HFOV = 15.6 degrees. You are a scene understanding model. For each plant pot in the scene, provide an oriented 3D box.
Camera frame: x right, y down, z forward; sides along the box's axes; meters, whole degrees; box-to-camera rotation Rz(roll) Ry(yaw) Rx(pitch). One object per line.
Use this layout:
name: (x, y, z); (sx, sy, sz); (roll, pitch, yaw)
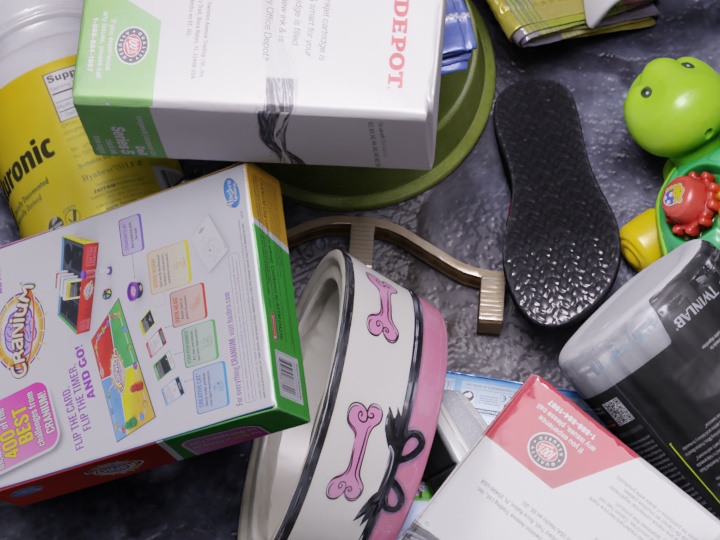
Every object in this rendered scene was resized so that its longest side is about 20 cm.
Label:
plant pot: (-0.007, -0.165, 1.655); (0.200, 0.190, 0.200); (1, 69, -2)

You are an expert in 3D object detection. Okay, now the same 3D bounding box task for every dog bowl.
dog bowl: (-0.009, 0.092, 1.560); (0.074, 0.200, 0.200); (17, 69, -11)

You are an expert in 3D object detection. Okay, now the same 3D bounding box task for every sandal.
sandal: (0.125, -0.038, 1.684); (0.075, 0.045, 0.200); (-6, 50, 1)

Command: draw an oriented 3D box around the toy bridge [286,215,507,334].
toy bridge: (0.000, 0.000, 1.678); (0.200, 0.027, 0.067); (4, 68, 0)

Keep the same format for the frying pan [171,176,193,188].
frying pan: (-0.132, 0.043, 1.601); (0.190, 0.115, 0.031); (-42, 30, 13)

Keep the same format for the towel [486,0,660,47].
towel: (0.105, -0.235, 1.743); (0.144, 0.023, 0.200); (-17, 69, -39)

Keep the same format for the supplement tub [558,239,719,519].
supplement tub: (0.225, 0.091, 1.581); (0.122, 0.123, 0.200); (-41, 93, -15)

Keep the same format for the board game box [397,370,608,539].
board game box: (0.084, 0.166, 1.611); (0.151, 0.037, 0.200); (9, 68, 1)

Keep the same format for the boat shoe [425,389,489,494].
boat shoe: (0.103, 0.152, 1.562); (0.065, 0.074, 0.202); (-32, 77, -20)

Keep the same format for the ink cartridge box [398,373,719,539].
ink cartridge box: (0.091, 0.180, 1.477); (0.144, 0.084, 0.200); (39, 89, 6)

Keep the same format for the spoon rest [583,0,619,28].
spoon rest: (0.248, -0.178, 1.714); (0.200, 0.061, 0.100); (3, 64, -18)

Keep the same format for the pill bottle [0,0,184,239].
pill bottle: (-0.180, -0.082, 1.661); (0.111, 0.111, 0.200); (-20, 70, -9)

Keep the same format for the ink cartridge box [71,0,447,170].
ink cartridge box: (-0.051, -0.140, 1.478); (0.200, 0.084, 0.146); (4, 69, 5)

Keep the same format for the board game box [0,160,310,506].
board game box: (-0.133, 0.038, 1.522); (0.200, 0.040, 0.153); (-17, 67, 24)

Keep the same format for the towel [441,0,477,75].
towel: (-0.024, -0.193, 1.555); (0.145, 0.024, 0.200); (-14, 69, -3)

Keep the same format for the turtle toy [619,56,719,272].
turtle toy: (0.238, -0.047, 1.661); (0.146, 0.101, 0.200); (-34, 73, -13)
